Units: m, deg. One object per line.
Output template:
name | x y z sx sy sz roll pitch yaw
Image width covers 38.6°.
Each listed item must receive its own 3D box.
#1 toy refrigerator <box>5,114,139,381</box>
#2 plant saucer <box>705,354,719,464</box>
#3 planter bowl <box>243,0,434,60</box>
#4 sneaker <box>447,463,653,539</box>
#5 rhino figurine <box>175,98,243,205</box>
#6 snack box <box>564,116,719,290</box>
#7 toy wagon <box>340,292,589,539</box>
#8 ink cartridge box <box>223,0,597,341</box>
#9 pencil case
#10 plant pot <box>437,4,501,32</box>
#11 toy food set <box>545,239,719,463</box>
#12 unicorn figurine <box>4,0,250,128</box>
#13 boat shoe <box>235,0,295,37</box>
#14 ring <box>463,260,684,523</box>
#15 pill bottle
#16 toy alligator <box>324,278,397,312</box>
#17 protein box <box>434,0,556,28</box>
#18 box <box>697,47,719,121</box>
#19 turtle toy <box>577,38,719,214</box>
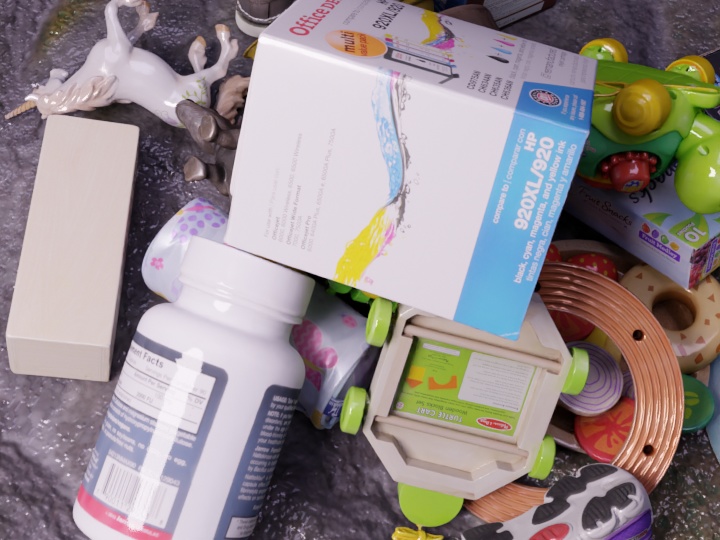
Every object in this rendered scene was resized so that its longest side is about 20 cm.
toy refrigerator | -0.223 -0.019 0.811 0.075 0.070 0.202 6 59 -11
plant saucer | 0.375 0.118 0.817 0.198 0.039 0.203 3 59 -4
planter bowl | 0.003 -0.200 0.903 0.199 0.200 0.084 -32 97 -23
sneaker | 0.119 0.217 0.708 0.198 0.084 0.081 -26 23 -5
rhino figurine | -0.095 -0.083 0.817 0.087 0.060 0.200 19 22 -45
snack box | 0.249 -0.086 0.884 0.141 0.053 0.200 -33 51 -22
toy wagon | 0.064 0.103 0.724 0.153 0.202 0.040 14 19 -7
ink cartridge box | 0.034 -0.078 0.663 0.198 0.146 0.148 18 30 6
pencil case | -0.074 0.032 0.788 0.199 0.091 0.083 38 40 14
plant pot | 0.063 -0.084 0.829 0.199 0.200 0.176 -29 84 -22
toy food set | 0.192 0.058 0.825 0.198 0.049 0.199 23 60 6
unicorn figurine | -0.195 -0.174 0.898 0.198 0.074 0.139 20 69 -2
boat shoe | -0.080 -0.322 1.010 0.071 0.061 0.203 8 59 -2
ring | 0.137 0.095 0.761 0.197 0.019 0.204 0 92 9
pill bottle | -0.103 0.087 0.687 0.118 0.120 0.202 20 87 5
toy alligator | 0.000 0.000 0.738 0.197 0.055 0.060 9 32 -13
protein box | 0.102 -0.367 0.977 0.134 0.201 0.199 -26 66 -21
box | 0.414 -0.137 0.967 0.197 0.050 0.201 -24 65 -19
turtle toy | 0.217 -0.109 0.799 0.198 0.102 0.145 21 30 30
